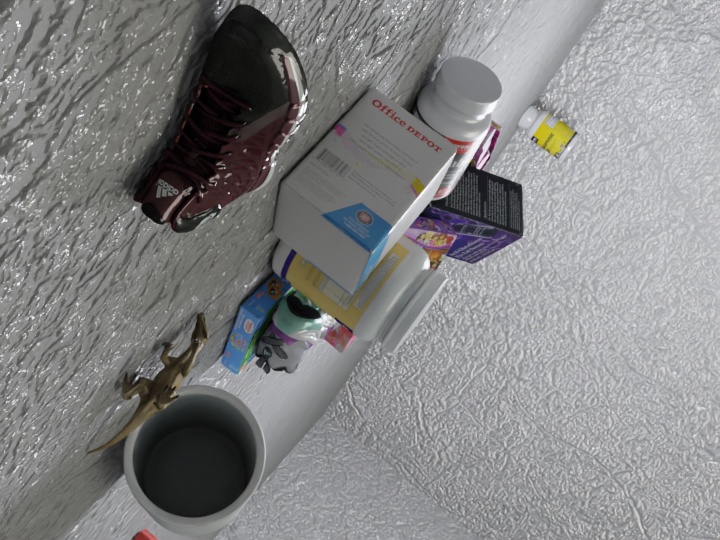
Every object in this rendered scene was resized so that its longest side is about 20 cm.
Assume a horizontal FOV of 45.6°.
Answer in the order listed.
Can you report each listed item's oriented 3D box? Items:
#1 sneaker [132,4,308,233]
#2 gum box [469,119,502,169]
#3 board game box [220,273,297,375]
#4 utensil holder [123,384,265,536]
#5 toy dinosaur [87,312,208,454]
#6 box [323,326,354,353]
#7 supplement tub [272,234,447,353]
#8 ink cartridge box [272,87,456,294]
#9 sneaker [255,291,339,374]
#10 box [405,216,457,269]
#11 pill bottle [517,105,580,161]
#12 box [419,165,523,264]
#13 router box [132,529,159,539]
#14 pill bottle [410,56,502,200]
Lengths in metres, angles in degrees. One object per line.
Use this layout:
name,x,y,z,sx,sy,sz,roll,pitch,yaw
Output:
sneaker,-0.104,-0.084,0.594,0.116,0.076,0.200,-46,171,-26
gum box,0.170,-0.227,1.473,0.066,0.113,0.200,-52,172,-7
board game box,-0.116,0.043,1.241,0.200,0.036,0.152,-48,171,-40
utensil holder,-0.215,0.257,1.116,0.170,0.170,0.200,-49,173,-24
toy dinosaur,-0.220,0.134,0.931,0.200,0.058,0.101,-52,174,-13
box,-0.015,0.046,1.644,0.095,0.102,0.200,-43,169,-50
supplement tub,0.000,0.000,1.126,0.146,0.200,0.145,-51,172,-10
ink cartridge box,0.011,-0.100,1.008,0.200,0.128,0.125,-49,172,-26
sneaker,-0.092,0.093,1.224,0.140,0.078,0.200,-55,163,18
box,0.038,-0.028,1.365,0.199,0.039,0.137,7,129,-29
pill bottle,0.640,-0.474,2.924,0.112,0.200,0.111,-51,172,-10
box,0.158,-0.102,1.466,0.148,0.199,0.105,-34,-132,55
router box,-0.399,0.616,1.582,0.200,0.179,0.049,-52,173,-10
pill bottle,0.123,-0.208,1.265,0.116,0.116,0.200,-47,170,-40
